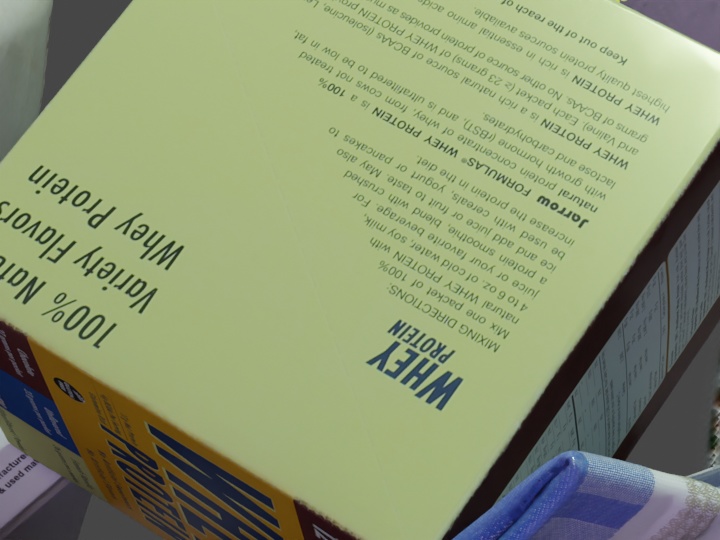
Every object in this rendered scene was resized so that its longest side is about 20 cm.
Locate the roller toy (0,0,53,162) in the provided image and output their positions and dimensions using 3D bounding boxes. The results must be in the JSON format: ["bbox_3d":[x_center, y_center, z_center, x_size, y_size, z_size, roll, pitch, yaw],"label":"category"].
[{"bbox_3d":[-0.201,-0.077,0.908,0.182,0.200,0.140,31,124,30],"label":"roller toy"}]

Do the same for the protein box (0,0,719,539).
[{"bbox_3d":[0.000,0.000,0.860,0.198,0.135,0.200,29,69,21],"label":"protein box"}]

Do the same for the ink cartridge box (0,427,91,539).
[{"bbox_3d":[-0.210,0.076,0.977,0.200,0.083,0.147,35,134,15],"label":"ink cartridge box"}]

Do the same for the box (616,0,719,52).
[{"bbox_3d":[0.090,-0.133,0.977,0.193,0.047,0.201,-31,78,13],"label":"box"}]

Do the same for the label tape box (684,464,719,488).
[{"bbox_3d":[0.161,0.134,0.898,0.199,0.066,0.144,-23,78,26],"label":"label tape box"}]

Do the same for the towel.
[{"bbox_3d":[0.075,0.120,0.801,0.147,0.200,0.024,-43,53,22],"label":"towel"}]
